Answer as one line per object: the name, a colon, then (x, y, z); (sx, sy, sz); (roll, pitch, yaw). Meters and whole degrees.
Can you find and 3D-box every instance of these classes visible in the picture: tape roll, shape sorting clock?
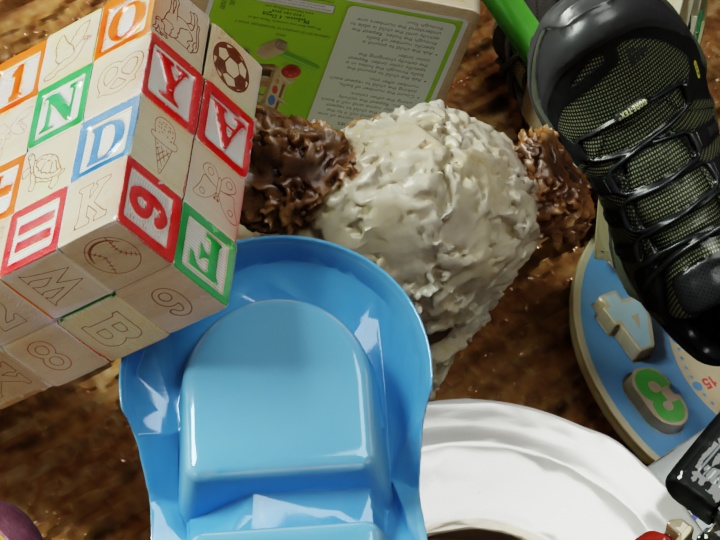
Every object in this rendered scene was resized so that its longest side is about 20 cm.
tape roll: (0.038, 0.152, 0.906); (0.201, 0.071, 0.203); (1, 67, -2)
shape sorting clock: (0.190, 0.040, 1.131); (0.199, 0.039, 0.201); (13, 51, -17)

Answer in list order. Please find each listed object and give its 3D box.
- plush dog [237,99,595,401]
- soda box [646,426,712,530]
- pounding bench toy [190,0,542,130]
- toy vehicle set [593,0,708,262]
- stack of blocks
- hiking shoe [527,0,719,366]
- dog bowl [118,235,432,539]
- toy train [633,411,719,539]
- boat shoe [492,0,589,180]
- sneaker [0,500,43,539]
plush dog: (0.000, 0.000, 0.980); (0.199, 0.172, 0.161); (-1, 56, -27)
soda box: (0.152, 0.105, 1.017); (0.200, 0.064, 0.068); (-31, 70, -24)
pounding bench toy: (0.010, -0.137, 1.107); (0.199, 0.124, 0.157); (9, 52, -11)
toy vehicle set: (0.142, -0.113, 1.152); (0.026, 0.125, 0.200); (9, 42, 10)
stack of blocks: (-0.134, -0.013, 0.907); (0.059, 0.199, 0.116); (40, 40, -36)
hiking shoe: (0.133, -0.035, 1.018); (0.076, 0.200, 0.101); (-32, 45, -1)
dog bowl: (-0.027, 0.088, 0.867); (0.111, 0.050, 0.201); (-4, 64, -1)
toy train: (0.094, 0.117, 0.866); (0.046, 0.034, 0.200); (37, 70, 17)
boat shoe: (0.095, -0.106, 1.180); (0.066, 0.072, 0.201); (16, 51, 2)
sneaker: (-0.174, 0.134, 0.852); (0.075, 0.090, 0.200); (41, 49, 8)
